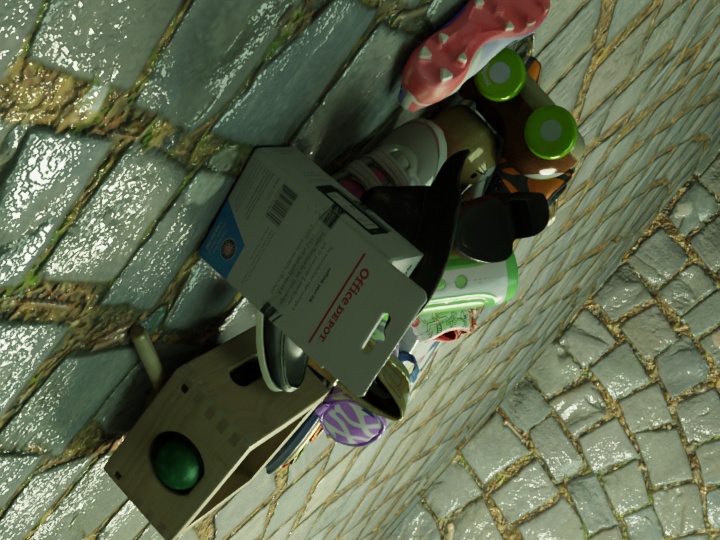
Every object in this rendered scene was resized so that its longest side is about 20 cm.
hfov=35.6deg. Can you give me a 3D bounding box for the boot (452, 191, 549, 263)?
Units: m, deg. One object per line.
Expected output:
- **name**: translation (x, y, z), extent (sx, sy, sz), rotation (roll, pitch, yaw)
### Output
- **boot**: translation (0.082, -0.051, 1.243), extent (0.188, 0.198, 0.069), rotation (-32, 114, -50)

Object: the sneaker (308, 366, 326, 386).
- **sneaker**: translation (-0.092, 0.132, 1.284), extent (0.111, 0.077, 0.200), rotation (-41, 164, -15)

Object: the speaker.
- **speaker**: translation (0.081, 0.010, 1.318), extent (0.198, 0.089, 0.089), rotation (-7, 147, -15)

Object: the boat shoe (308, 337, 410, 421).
- **boat shoe**: translation (-0.023, 0.087, 1.170), extent (0.072, 0.199, 0.076), rotation (-48, -161, 23)

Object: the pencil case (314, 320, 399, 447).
- **pencil case**: translation (-0.001, 0.112, 1.318), extent (0.084, 0.085, 0.201), rotation (-53, -164, 38)

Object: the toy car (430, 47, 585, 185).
- **toy car**: translation (0.129, -0.128, 1.228), extent (0.200, 0.158, 0.164), rotation (-42, 175, 11)

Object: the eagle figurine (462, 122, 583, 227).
- **eagle figurine**: translation (0.191, -0.120, 1.465), extent (0.198, 0.151, 0.154), rotation (-6, 97, -24)

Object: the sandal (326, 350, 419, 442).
- **sandal**: translation (0.013, 0.163, 1.488), extent (0.080, 0.086, 0.201), rotation (-92, -154, -45)

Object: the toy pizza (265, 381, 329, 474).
- **toy pizza**: translation (-0.056, 0.179, 1.434), extent (0.201, 0.032, 0.200), rotation (-54, -174, 8)

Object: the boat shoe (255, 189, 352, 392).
- **boat shoe**: translation (-0.050, 0.018, 1.044), extent (0.072, 0.067, 0.203), rotation (5, 96, -61)

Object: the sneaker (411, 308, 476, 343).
- **sneaker**: translation (0.128, 0.026, 1.434), extent (0.200, 0.109, 0.067), rotation (-21, 173, -40)

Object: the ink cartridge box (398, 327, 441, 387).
- **ink cartridge box**: translation (0.053, 0.098, 1.573), extent (0.145, 0.087, 0.201), rotation (-24, 150, -57)

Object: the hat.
- **hat**: translation (0.030, -0.033, 1.029), extent (0.201, 0.080, 0.203), rotation (-160, -90, -84)

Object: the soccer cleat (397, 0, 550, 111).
- **soccer cleat**: translation (0.111, -0.227, 1.111), extent (0.200, 0.067, 0.076), rotation (-41, 179, -30)

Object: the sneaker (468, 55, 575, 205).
- **sneaker**: translation (0.208, -0.150, 1.339), extent (0.078, 0.111, 0.202), rotation (59, 49, -79)

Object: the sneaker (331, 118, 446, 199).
- **sneaker**: translation (0.013, -0.076, 1.123), extent (0.200, 0.081, 0.088), rotation (-50, 165, -6)

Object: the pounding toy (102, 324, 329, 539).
- **pounding toy**: translation (-0.156, 0.137, 1.086), extent (0.184, 0.142, 0.200), rotation (-50, 169, 28)

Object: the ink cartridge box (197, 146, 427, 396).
- **ink cartridge box**: translation (-0.030, -0.001, 0.958), extent (0.117, 0.200, 0.068), rotation (-57, 159, 21)
